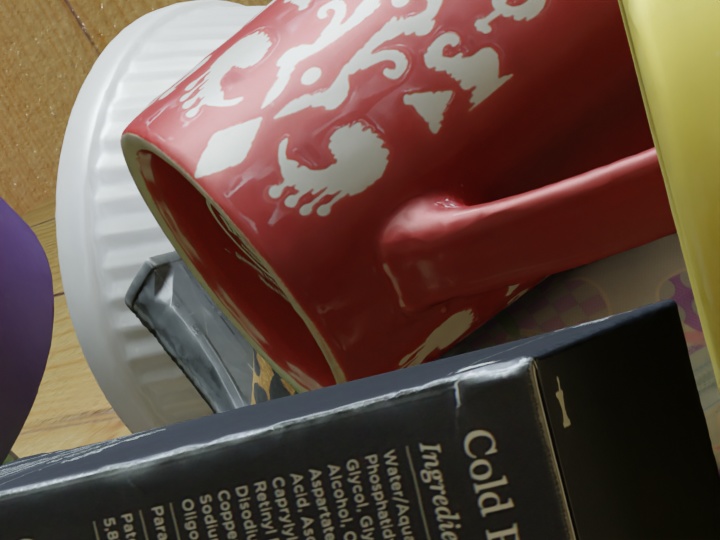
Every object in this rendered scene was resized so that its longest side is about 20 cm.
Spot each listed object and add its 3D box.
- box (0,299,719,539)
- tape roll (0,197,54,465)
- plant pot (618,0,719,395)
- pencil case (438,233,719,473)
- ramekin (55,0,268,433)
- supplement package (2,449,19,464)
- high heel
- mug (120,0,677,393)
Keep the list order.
[{"bbox_3d":[-0.018,0.081,0.574,0.182,0.104,0.200,-15,-1,15],"label":"box"},{"bbox_3d":[-0.207,0.029,0.892,0.200,0.085,0.200,-22,43,22],"label":"tape roll"},{"bbox_3d":[0.160,-0.017,0.551,0.188,0.201,0.201,-14,12,7],"label":"plant pot"},{"bbox_3d":[0.092,0.029,0.803,0.200,0.083,0.091,-32,28,-3],"label":"pencil case"},{"bbox_3d":[-0.023,-0.015,1.077,0.094,0.203,0.202,-8,22,36],"label":"ramekin"},{"bbox_3d":[-0.178,0.093,0.966,0.110,0.114,0.200,-47,39,-8],"label":"supplement package"},{"bbox_3d":[0.000,0.000,0.911,0.071,0.143,0.200,-23,-26,-41],"label":"high heel"},{"bbox_3d":[0.043,-0.060,0.767,0.200,0.134,0.178,-38,6,-12],"label":"mug"}]
